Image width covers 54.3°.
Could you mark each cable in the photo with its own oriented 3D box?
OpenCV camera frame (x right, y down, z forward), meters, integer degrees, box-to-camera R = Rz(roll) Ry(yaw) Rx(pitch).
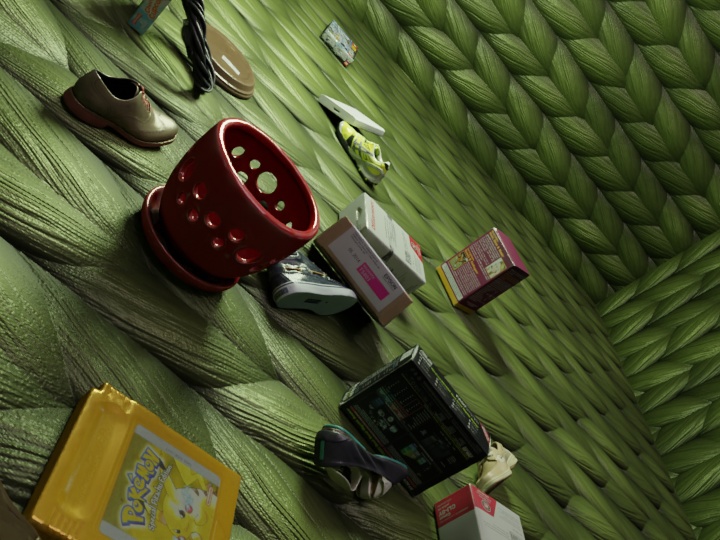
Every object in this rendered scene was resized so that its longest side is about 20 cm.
[{"bbox_3d":[-0.303,-0.434,1.326,0.163,0.051,0.201,132,-51,-70],"label":"cable"}]

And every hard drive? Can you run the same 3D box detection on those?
[{"bbox_3d":[-0.022,-0.439,1.998,0.132,0.026,0.200,39,16,20],"label":"hard drive"}]

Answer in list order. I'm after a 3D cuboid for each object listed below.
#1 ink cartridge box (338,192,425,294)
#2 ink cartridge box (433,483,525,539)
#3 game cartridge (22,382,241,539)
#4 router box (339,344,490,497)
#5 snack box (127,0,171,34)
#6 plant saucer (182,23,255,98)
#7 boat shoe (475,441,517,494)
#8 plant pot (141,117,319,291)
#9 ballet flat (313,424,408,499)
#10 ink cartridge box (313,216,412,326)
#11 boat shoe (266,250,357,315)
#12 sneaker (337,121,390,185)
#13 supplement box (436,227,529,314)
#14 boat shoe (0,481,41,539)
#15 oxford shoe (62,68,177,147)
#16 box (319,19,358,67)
[{"bbox_3d":[0.046,-0.052,1.540,0.200,0.084,0.144,43,25,-28],"label":"ink cartridge box"},{"bbox_3d":[0.200,0.462,1.094,0.145,0.083,0.200,41,25,-30],"label":"ink cartridge box"},{"bbox_3d":[-0.209,0.222,0.685,0.200,0.032,0.176,45,23,-25],"label":"game cartridge"},{"bbox_3d":[0.087,0.238,1.106,0.200,0.150,0.062,52,22,-6],"label":"router box"},{"bbox_3d":[-0.346,-0.534,1.293,0.037,0.200,0.116,38,26,-27],"label":"snack box"},{"bbox_3d":[-0.298,-0.459,1.517,0.200,0.029,0.200,44,24,-25],"label":"plant saucer"},{"bbox_3d":[0.251,0.378,1.351,0.065,0.072,0.200,50,18,14],"label":"boat shoe"},{"bbox_3d":[-0.184,-0.079,0.976,0.200,0.182,0.201,43,24,-24],"label":"plant pot"},{"bbox_3d":[-0.001,0.282,0.990,0.200,0.073,0.073,42,24,-42],"label":"ballet flat"},{"bbox_3d":[0.000,0.000,1.305,0.200,0.075,0.165,53,-5,-5],"label":"ink cartridge box"},{"bbox_3d":[-0.082,0.017,1.192,0.200,0.071,0.091,15,47,-55],"label":"boat shoe"},{"bbox_3d":[0.011,-0.325,1.884,0.200,0.076,0.075,56,23,12],"label":"sneaker"},{"bbox_3d":[0.324,0.003,1.870,0.103,0.200,0.131,25,36,-50],"label":"supplement box"},{"bbox_3d":[-0.289,0.207,0.522,0.200,0.063,0.073,59,-4,6],"label":"boat shoe"},{"bbox_3d":[-0.336,-0.240,1.047,0.200,0.075,0.071,8,49,-62],"label":"oxford shoe"},{"bbox_3d":[-0.073,-0.798,2.463,0.137,0.040,0.200,46,23,-17],"label":"box"}]
